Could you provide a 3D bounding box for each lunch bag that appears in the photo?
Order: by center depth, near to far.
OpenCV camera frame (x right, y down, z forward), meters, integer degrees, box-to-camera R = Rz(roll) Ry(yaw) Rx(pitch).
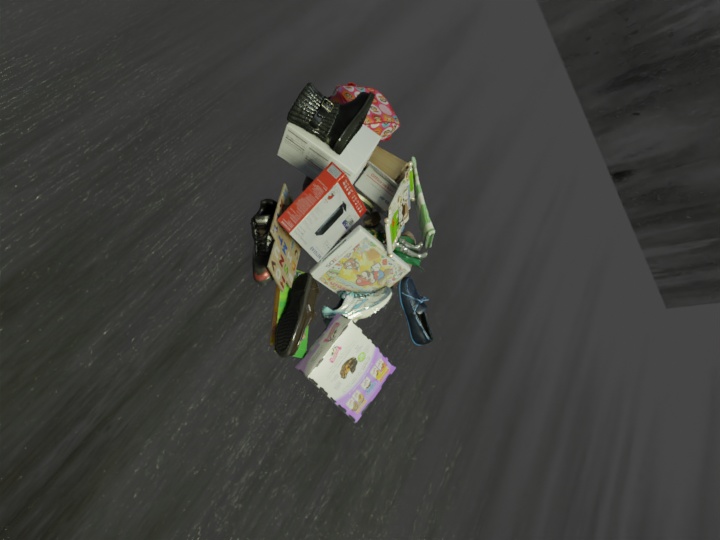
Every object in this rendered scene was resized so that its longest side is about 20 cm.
[{"bbox_3d":[0.004,-0.447,1.569,0.197,0.082,0.179,-12,65,-47],"label":"lunch bag"}]

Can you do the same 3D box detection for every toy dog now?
[{"bbox_3d":[-0.004,-0.074,1.511,0.197,0.095,0.135,-21,101,-32],"label":"toy dog"}]

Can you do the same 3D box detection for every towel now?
[{"bbox_3d":[0.159,-0.173,1.475,0.153,0.023,0.205,73,5,-78],"label":"towel"}]

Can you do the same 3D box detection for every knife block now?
[{"bbox_3d":[0.047,-0.290,1.515,0.175,0.200,0.064,40,90,1],"label":"knife block"}]

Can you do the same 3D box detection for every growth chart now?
[{"bbox_3d":[0.097,-0.144,1.382,0.146,0.017,0.203,72,36,-54],"label":"growth chart"}]

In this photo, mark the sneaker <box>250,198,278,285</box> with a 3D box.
[{"bbox_3d":[-0.213,-0.072,1.269,0.098,0.069,0.205,57,38,-61],"label":"sneaker"}]

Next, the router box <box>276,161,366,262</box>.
[{"bbox_3d":[-0.083,-0.129,1.309,0.180,0.049,0.200,-47,157,-2],"label":"router box"}]

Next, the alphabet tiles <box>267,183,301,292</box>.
[{"bbox_3d":[-0.170,-0.064,1.285,0.169,0.007,0.204,71,24,-53],"label":"alphabet tiles"}]

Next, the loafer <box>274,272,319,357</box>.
[{"bbox_3d":[-0.132,0.107,1.290,0.071,0.072,0.204,36,62,-38],"label":"loafer"}]

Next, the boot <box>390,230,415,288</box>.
[{"bbox_3d":[0.103,-0.044,1.569,0.148,0.069,0.201,-60,160,-16],"label":"boot"}]

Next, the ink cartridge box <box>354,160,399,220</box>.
[{"bbox_3d":[0.052,-0.198,1.481,0.115,0.200,0.067,40,88,13],"label":"ink cartridge box"}]

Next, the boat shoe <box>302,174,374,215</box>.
[{"bbox_3d":[-0.059,-0.185,1.455,0.197,0.072,0.067,27,81,-13],"label":"boat shoe"}]

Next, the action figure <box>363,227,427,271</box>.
[{"bbox_3d":[0.080,-0.071,1.462,0.196,0.055,0.120,15,36,-28],"label":"action figure"}]

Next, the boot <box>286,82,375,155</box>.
[{"bbox_3d":[-0.064,-0.386,1.330,0.156,0.080,0.213,33,54,-3],"label":"boot"}]

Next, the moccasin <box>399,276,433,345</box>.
[{"bbox_3d":[0.170,0.113,1.644,0.080,0.067,0.205,-29,104,-49],"label":"moccasin"}]

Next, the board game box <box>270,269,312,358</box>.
[{"bbox_3d":[-0.162,0.099,1.333,0.094,0.030,0.206,19,65,-42],"label":"board game box"}]

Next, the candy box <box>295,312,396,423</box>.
[{"bbox_3d":[-0.032,0.233,1.357,0.169,0.071,0.201,-50,122,-14],"label":"candy box"}]

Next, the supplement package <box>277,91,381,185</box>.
[{"bbox_3d":[-0.077,-0.308,1.397,0.198,0.111,0.157,35,53,-2],"label":"supplement package"}]

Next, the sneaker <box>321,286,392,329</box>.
[{"bbox_3d":[-0.009,0.083,1.420,0.197,0.077,0.088,-30,93,-16],"label":"sneaker"}]

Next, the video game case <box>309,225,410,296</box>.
[{"bbox_3d":[0.000,0.000,1.425,0.199,0.181,0.023,35,25,-35],"label":"video game case"}]
